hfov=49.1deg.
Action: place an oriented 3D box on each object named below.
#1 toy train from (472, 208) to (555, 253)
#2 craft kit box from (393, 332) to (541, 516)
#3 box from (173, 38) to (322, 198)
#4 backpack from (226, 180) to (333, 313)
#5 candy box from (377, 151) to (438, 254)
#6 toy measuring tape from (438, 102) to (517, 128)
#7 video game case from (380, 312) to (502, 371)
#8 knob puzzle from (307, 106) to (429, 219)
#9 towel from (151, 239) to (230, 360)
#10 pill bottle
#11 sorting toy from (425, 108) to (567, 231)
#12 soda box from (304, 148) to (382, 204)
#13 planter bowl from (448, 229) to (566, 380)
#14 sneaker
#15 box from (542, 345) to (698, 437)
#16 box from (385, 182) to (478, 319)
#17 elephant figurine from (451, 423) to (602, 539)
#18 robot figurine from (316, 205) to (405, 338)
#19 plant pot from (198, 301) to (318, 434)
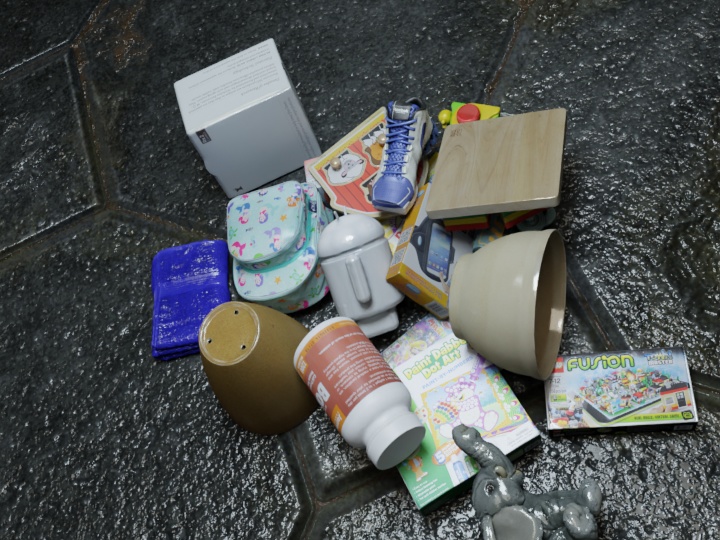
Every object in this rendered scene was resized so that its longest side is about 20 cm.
[{"bbox_3d":[0.238,-0.065,1.241,0.112,0.086,0.203,9,62,25],"label":"toy train"},{"bbox_3d":[0.124,0.208,1.128,0.198,0.049,0.199,-31,55,-2],"label":"craft kit box"},{"bbox_3d":[-0.197,-0.265,1.408,0.197,0.200,0.132,-23,58,2],"label":"box"},{"bbox_3d":[-0.131,-0.037,1.300,0.174,0.151,0.204,-12,66,18],"label":"backpack"},{"bbox_3d":[0.105,-0.099,1.325,0.102,0.027,0.201,35,76,23],"label":"candy box"},{"bbox_3d":[0.223,-0.242,1.351,0.196,0.074,0.075,15,67,23],"label":"toy measuring tape"},{"bbox_3d":[0.108,0.149,1.199,0.199,0.018,0.143,-38,58,-7],"label":"video game case"},{"bbox_3d":[0.028,-0.169,1.316,0.215,0.031,0.224,-6,62,12],"label":"knob puzzle"},{"bbox_3d":[-0.296,0.045,1.356,0.145,0.050,0.203,-15,59,9],"label":"towel"},{"bbox_3d":[0.000,0.170,1.095,0.111,0.113,0.201,-37,58,-6],"label":"pill bottle"},{"bbox_3d":[0.216,-0.146,1.208,0.195,0.070,0.202,-4,46,24],"label":"sorting toy"},{"bbox_3d":[0.003,-0.174,1.380,0.196,0.064,0.070,-16,58,8],"label":"soda box"},{"bbox_3d":[0.201,0.042,1.098,0.132,0.201,0.204,4,63,26],"label":"planter bowl"},{"bbox_3d":[0.060,-0.198,1.240,0.079,0.116,0.202,9,60,23],"label":"sneaker"},{"bbox_3d":[0.358,0.170,1.105,0.196,0.035,0.112,-6,60,13],"label":"box"},{"bbox_3d":[0.120,-0.041,1.234,0.041,0.118,0.203,-25,37,53],"label":"box"},{"bbox_3d":[0.202,0.313,1.018,0.196,0.143,0.157,9,50,12],"label":"elephant figurine"},{"bbox_3d":[0.000,0.000,1.224,0.111,0.170,0.204,-19,97,1],"label":"robot figurine"},{"bbox_3d":[-0.162,0.126,1.176,0.182,0.201,0.190,-6,64,12],"label":"plant pot"}]
